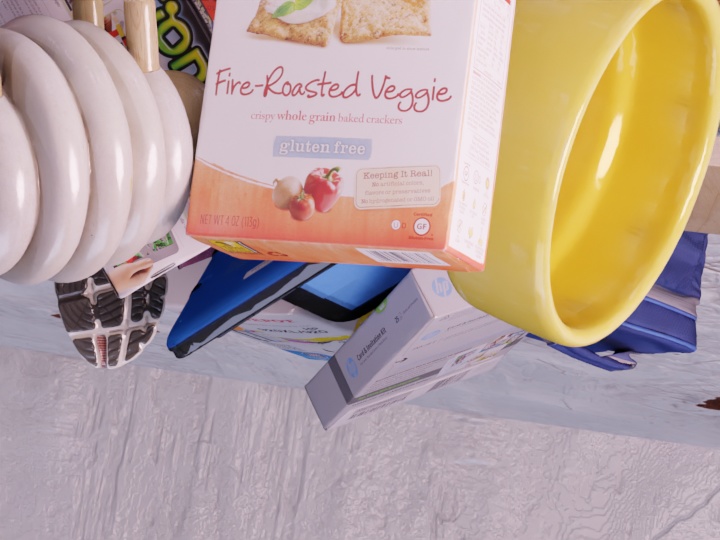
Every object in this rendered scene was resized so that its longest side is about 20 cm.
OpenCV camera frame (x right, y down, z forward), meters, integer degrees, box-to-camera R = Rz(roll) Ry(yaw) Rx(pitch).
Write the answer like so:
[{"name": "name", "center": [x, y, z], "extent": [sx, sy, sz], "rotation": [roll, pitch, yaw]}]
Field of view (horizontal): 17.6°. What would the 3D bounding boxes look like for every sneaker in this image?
[{"name": "sneaker", "center": [-0.166, -0.030, 1.562], "extent": [0.076, 0.201, 0.085], "rotation": [-7, 166, 0]}]

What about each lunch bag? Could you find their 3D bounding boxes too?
[{"name": "lunch bag", "center": [0.175, 0.004, 1.784], "extent": [0.135, 0.133, 0.199], "rotation": [-1, 166, 46]}]

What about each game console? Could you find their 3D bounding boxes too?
[{"name": "game console", "center": [0.000, 0.000, 1.487], "extent": [0.200, 0.171, 0.118], "rotation": [-32, 109, 33]}]

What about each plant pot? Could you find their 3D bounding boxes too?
[{"name": "plant pot", "center": [0.069, -0.085, 1.244], "extent": [0.188, 0.202, 0.201], "rotation": [22, 178, 28]}]

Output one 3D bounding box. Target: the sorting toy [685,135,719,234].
[{"name": "sorting toy", "center": [0.227, -0.076, 1.458], "extent": [0.197, 0.070, 0.200], "rotation": [7, 171, 12]}]

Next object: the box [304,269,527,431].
[{"name": "box", "center": [0.065, 0.036, 1.623], "extent": [0.155, 0.041, 0.200], "rotation": [-19, 165, -30]}]

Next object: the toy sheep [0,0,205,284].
[{"name": "toy sheep", "center": [-0.151, -0.058, 1.087], "extent": [0.199, 0.139, 0.138], "rotation": [-13, -176, -34]}]

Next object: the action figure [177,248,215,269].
[{"name": "action figure", "center": [-0.053, -0.065, 1.605], "extent": [0.199, 0.150, 0.134], "rotation": [-6, 149, -29]}]

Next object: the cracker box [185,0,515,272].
[{"name": "cracker box", "center": [-0.001, -0.105, 1.096], "extent": [0.133, 0.202, 0.058], "rotation": [3, 170, 23]}]

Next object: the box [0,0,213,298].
[{"name": "box", "center": [-0.123, -0.100, 1.177], "extent": [0.110, 0.201, 0.035], "rotation": [-28, -176, 10]}]

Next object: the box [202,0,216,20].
[{"name": "box", "center": [-0.096, -0.107, 1.296], "extent": [0.199, 0.100, 0.095], "rotation": [-4, -165, -43]}]

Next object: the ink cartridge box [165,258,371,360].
[{"name": "ink cartridge box", "center": [-0.036, -0.016, 1.819], "extent": [0.147, 0.146, 0.200], "rotation": [2, 168, 38]}]
